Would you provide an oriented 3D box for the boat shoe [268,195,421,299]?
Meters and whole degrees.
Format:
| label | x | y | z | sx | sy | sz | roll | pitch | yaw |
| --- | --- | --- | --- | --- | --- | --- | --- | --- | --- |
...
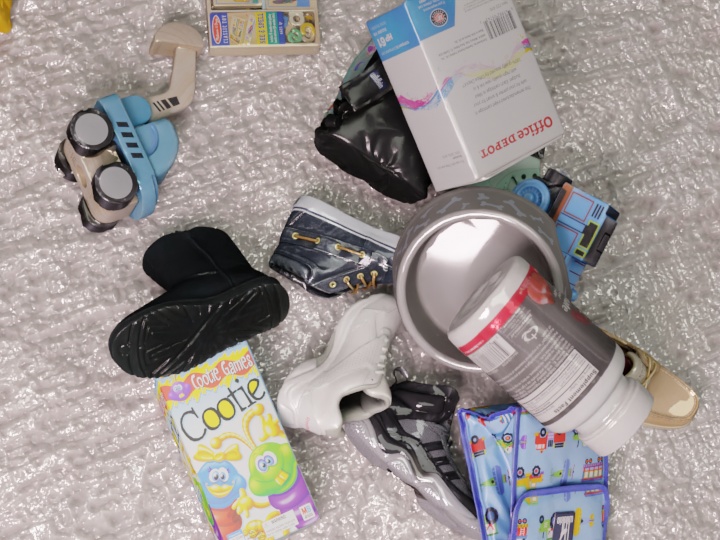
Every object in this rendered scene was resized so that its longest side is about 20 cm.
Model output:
| label | x | y | z | sx | sy | sz | roll | pitch | yaw |
| --- | --- | --- | --- | --- | --- | --- | --- | --- | --- |
| boat shoe | 0.000 | 0.000 | 1.507 | 0.198 | 0.071 | 0.092 | 24 | 75 | 8 |

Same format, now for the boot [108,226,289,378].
| label | x | y | z | sx | sy | sz | roll | pitch | yaw |
| --- | --- | --- | --- | --- | --- | --- | --- | --- | --- |
| boot | -0.192 | 0.028 | 1.414 | 0.198 | 0.168 | 0.077 | -20 | 121 | -25 |

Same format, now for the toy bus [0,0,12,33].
| label | x | y | z | sx | sy | sz | roll | pitch | yaw |
| --- | --- | --- | --- | --- | --- | --- | --- | --- | --- |
| toy bus | -0.473 | -0.307 | 1.488 | 0.197 | 0.136 | 0.195 | 1 | 90 | -7 |

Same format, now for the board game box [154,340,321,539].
| label | x | y | z | sx | sy | sz | roll | pitch | yaw |
| --- | --- | --- | --- | --- | --- | --- | --- | --- | --- |
| board game box | -0.130 | 0.189 | 1.411 | 0.102 | 0.105 | 0.202 | -22 | 79 | -14 |

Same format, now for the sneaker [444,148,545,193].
| label | x | y | z | sx | sy | sz | roll | pitch | yaw |
| --- | --- | --- | --- | --- | --- | --- | --- | --- | --- |
| sneaker | 0.154 | -0.073 | 1.551 | 0.117 | 0.074 | 0.203 | 11 | 78 | -15 |

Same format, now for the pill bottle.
| label | x | y | z | sx | sy | sz | roll | pitch | yaw |
| --- | --- | --- | --- | --- | --- | --- | --- | --- | --- |
| pill bottle | 0.192 | 0.090 | 1.357 | 0.200 | 0.111 | 0.111 | 42 | 72 | -4 |

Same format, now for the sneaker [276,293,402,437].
| label | x | y | z | sx | sy | sz | roll | pitch | yaw |
| --- | --- | --- | --- | --- | --- | --- | --- | --- | --- |
| sneaker | 0.002 | 0.109 | 1.446 | 0.099 | 0.078 | 0.200 | 24 | 55 | 25 |

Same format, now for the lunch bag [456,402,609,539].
| label | x | y | z | sx | sy | sz | roll | pitch | yaw |
| --- | --- | --- | --- | --- | --- | --- | --- | --- | --- |
| lunch bag | 0.191 | 0.241 | 1.446 | 0.149 | 0.094 | 0.203 | 0 | 84 | -41 |

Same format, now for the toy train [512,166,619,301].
| label | x | y | z | sx | sy | sz | roll | pitch | yaw |
| --- | --- | --- | --- | --- | --- | --- | --- | --- | --- |
| toy train | 0.198 | -0.011 | 1.500 | 0.114 | 0.087 | 0.202 | 29 | 95 | 23 |

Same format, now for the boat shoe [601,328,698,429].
| label | x | y | z | sx | sy | sz | roll | pitch | yaw |
| --- | --- | --- | --- | --- | --- | --- | --- | --- | --- |
| boat shoe | 0.293 | 0.117 | 1.523 | 0.198 | 0.069 | 0.074 | 25 | 72 | -2 |

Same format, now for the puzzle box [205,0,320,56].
| label | x | y | z | sx | sy | sz | roll | pitch | yaw |
| --- | --- | --- | --- | --- | --- | --- | --- | --- | --- |
| puzzle box | -0.120 | -0.350 | 1.603 | 0.131 | 0.025 | 0.202 | -3 | 76 | -10 |

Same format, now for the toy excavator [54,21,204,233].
| label | x | y | z | sx | sy | sz | roll | pitch | yaw |
| --- | --- | --- | --- | --- | --- | --- | --- | --- | --- |
| toy excavator | -0.238 | -0.161 | 1.505 | 0.198 | 0.100 | 0.196 | -21 | 81 | -28 |

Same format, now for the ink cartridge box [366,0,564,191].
| label | x | y | z | sx | sy | sz | roll | pitch | yaw |
| --- | --- | --- | --- | --- | --- | --- | --- | --- | --- |
| ink cartridge box | 0.114 | -0.204 | 1.457 | 0.144 | 0.084 | 0.202 | -28 | 97 | -33 |

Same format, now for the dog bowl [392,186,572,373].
| label | x | y | z | sx | sy | sz | roll | pitch | yaw |
| --- | --- | --- | --- | --- | --- | --- | --- | --- | --- |
| dog bowl | 0.126 | 0.016 | 1.435 | 0.197 | 0.059 | 0.203 | 2 | 105 | 7 |

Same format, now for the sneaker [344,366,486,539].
| label | x | y | z | sx | sy | sz | roll | pitch | yaw |
| --- | --- | --- | --- | --- | --- | --- | --- | --- | --- |
| sneaker | 0.087 | 0.192 | 1.463 | 0.200 | 0.076 | 0.114 | 40 | 72 | 2 |

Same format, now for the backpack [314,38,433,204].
| label | x | y | z | sx | sy | sz | roll | pitch | yaw |
| --- | --- | --- | --- | --- | --- | --- | --- | --- | --- |
| backpack | 0.043 | -0.195 | 1.534 | 0.166 | 0.126 | 0.202 | 32 | 70 | -21 |
